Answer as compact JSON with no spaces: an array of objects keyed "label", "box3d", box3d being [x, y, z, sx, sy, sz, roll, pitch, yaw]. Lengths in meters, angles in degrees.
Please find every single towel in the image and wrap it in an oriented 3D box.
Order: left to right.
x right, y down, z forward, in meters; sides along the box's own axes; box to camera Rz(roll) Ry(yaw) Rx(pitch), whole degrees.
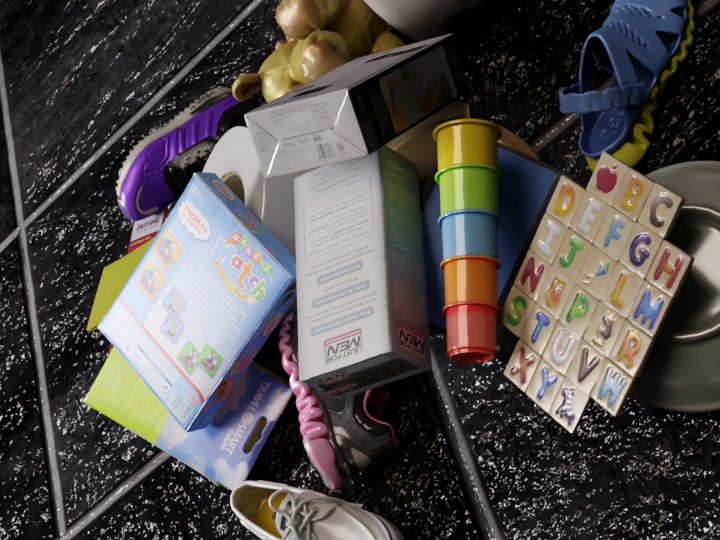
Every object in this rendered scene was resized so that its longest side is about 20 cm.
[{"label":"towel","box3d":[-0.229,0.005,1.620,0.200,0.018,0.086,-25,44,48]}]

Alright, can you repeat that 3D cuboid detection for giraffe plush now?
[{"label":"giraffe plush","box3d":[-0.045,-0.211,1.574,0.162,0.173,0.200,-41,38,35]}]

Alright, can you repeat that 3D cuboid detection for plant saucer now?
[{"label":"plant saucer","box3d":[0.252,0.007,1.158,0.200,0.050,0.200,-7,74,24]}]

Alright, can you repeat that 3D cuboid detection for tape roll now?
[{"label":"tape roll","box3d":[-0.108,-0.044,1.538,0.202,0.071,0.202,-34,51,56]}]

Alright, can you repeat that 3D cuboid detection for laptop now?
[{"label":"laptop","box3d":[0.127,-0.017,1.279,0.177,0.103,0.200,-65,26,-2]}]

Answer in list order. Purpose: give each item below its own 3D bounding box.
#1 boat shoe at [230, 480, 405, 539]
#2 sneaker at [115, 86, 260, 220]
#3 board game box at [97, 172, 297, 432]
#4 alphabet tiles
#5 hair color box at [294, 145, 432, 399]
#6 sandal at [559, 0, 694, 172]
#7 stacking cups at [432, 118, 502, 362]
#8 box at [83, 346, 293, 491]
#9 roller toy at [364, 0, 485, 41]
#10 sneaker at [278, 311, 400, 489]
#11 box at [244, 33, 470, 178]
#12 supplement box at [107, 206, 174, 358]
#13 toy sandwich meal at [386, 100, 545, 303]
[{"label":"boat shoe","box3d":[-0.049,0.225,1.353,0.202,0.086,0.075,17,80,49]},{"label":"sneaker","box3d":[-0.179,-0.125,1.679,0.100,0.070,0.200,25,62,39]},{"label":"board game box","box3d":[-0.153,0.031,1.454,0.151,0.037,0.200,46,117,24]},{"label":"alphabet tiles","box3d":[0.177,0.016,1.174,0.166,0.006,0.200,43,115,52]},{"label":"hair color box","box3d":[0.000,0.000,1.318,0.099,0.061,0.200,-21,58,32]},{"label":"sandal","box3d":[0.229,-0.186,1.322,0.079,0.087,0.200,-1,65,47]},{"label":"stacking cups","box3d":[0.088,-0.025,1.263,0.060,0.061,0.200,-15,64,39]},{"label":"box","box3d":[-0.165,0.127,1.515,0.200,0.048,0.122,27,88,23]},{"label":"roller toy","box3d":[0.050,-0.327,1.510,0.140,0.200,0.182,-40,49,22]},{"label":"sneaker","box3d":[-0.016,0.108,1.417,0.095,0.079,0.200,-24,48,6]},{"label":"box","box3d":[0.001,-0.149,1.358,0.117,0.060,0.200,-10,15,35]},{"label":"supplement box","box3d":[-0.209,0.032,1.655,0.109,0.061,0.200,-18,54,38]},{"label":"toy sandwich meal","box3d":[0.085,-0.051,1.394,0.205,0.070,0.205,-4,76,16]}]
